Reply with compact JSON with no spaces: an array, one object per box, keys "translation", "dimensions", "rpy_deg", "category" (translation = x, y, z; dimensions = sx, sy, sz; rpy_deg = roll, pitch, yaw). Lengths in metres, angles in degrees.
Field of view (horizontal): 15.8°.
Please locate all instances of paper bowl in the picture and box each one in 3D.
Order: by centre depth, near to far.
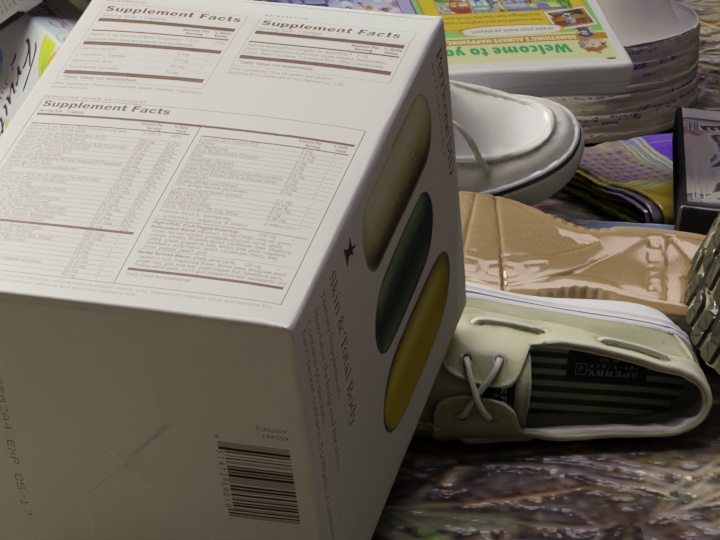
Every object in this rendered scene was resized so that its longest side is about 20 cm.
[{"translation":[0.120,-0.156,1.682],"dimensions":[0.200,0.105,0.201],"rpy_deg":[-1,19,0],"category":"paper bowl"}]

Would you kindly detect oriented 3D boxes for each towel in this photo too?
[{"translation":[0.210,-0.060,1.521],"dimensions":[0.200,0.023,0.144],"rpy_deg":[-9,20,-26],"category":"towel"}]

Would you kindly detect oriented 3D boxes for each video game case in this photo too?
[{"translation":[0.022,-0.152,1.367],"dimensions":[0.199,0.022,0.182],"rpy_deg":[-4,44,-19],"category":"video game case"},{"translation":[0.260,-0.045,1.403],"dimensions":[0.180,0.026,0.200],"rpy_deg":[6,18,4],"category":"video game case"}]

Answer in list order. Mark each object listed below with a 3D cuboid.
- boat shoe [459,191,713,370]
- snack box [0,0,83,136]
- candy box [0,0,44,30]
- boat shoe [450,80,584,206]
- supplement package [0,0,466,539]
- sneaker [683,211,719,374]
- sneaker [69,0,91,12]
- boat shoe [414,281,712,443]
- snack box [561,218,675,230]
[{"translation":[0.089,0.012,1.226],"dimensions":[0.199,0.065,0.072],"rpy_deg":[7,43,3],"category":"boat shoe"},{"translation":[-0.170,-0.061,1.317],"dimensions":[0.053,0.143,0.200],"rpy_deg":[13,13,-25],"category":"snack box"},{"translation":[-0.176,-0.192,1.351],"dimensions":[0.136,0.061,0.200],"rpy_deg":[6,38,48],"category":"candy box"},{"translation":[0.011,-0.075,1.250],"dimensions":[0.201,0.086,0.075],"rpy_deg":[-1,50,-4],"category":"boat shoe"},{"translation":[-0.058,0.009,1.013],"dimensions":[0.150,0.152,0.200],"rpy_deg":[6,40,16],"category":"supplement package"},{"translation":[0.214,0.035,1.136],"dimensions":[0.089,0.079,0.200],"rpy_deg":[9,33,-34],"category":"sneaker"},{"translation":[-0.126,-0.113,1.418],"dimensions":[0.070,0.080,0.200],"rpy_deg":[-5,28,-29],"category":"sneaker"},{"translation":[0.059,0.042,1.137],"dimensions":[0.199,0.072,0.062],"rpy_deg":[-1,16,-14],"category":"boat shoe"},{"translation":[0.151,-0.005,1.351],"dimensions":[0.199,0.024,0.072],"rpy_deg":[3,17,9],"category":"snack box"}]
